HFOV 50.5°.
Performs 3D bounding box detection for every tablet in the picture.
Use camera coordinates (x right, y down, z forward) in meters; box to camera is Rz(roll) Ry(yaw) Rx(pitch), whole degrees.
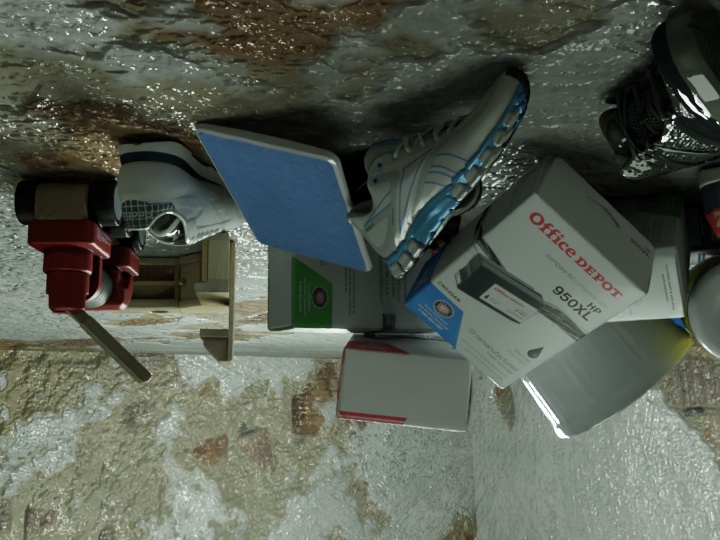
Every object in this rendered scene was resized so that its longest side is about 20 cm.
[{"bbox_3d":[-0.062,-0.061,0.692,0.130,0.014,0.200,15,157,17],"label":"tablet"}]

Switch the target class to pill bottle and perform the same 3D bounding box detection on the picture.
[{"bbox_3d":[0.425,0.039,0.871,0.112,0.113,0.200,-5,-179,18],"label":"pill bottle"}]

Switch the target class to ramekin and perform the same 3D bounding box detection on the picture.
[{"bbox_3d":[0.291,0.105,0.938,0.200,0.098,0.200,-38,173,-5],"label":"ramekin"}]

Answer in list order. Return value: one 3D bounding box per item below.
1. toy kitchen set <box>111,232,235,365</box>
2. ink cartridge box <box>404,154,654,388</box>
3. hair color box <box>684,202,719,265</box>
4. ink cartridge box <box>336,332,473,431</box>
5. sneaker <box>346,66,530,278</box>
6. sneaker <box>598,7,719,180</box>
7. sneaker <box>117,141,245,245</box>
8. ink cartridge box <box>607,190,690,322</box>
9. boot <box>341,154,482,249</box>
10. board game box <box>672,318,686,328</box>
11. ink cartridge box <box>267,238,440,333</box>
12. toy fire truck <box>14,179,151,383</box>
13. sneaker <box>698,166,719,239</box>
[{"bbox_3d":[-0.264,0.049,1.057,0.180,0.163,0.200,0,169,-9],"label":"toy kitchen set"},{"bbox_3d":[0.165,0.006,0.762,0.145,0.084,0.200,41,130,-6],"label":"ink cartridge box"},{"bbox_3d":[0.363,-0.038,0.963,0.200,0.061,0.100,-6,169,23],"label":"hair color box"},{"bbox_3d":[0.055,0.122,0.909,0.146,0.085,0.200,6,-178,4],"label":"ink cartridge box"},{"bbox_3d":[0.050,-0.082,0.586,0.200,0.087,0.075,-53,176,37],"label":"sneaker"},{"bbox_3d":[0.212,-0.109,0.526,0.114,0.076,0.199,-16,168,32],"label":"sneaker"},{"bbox_3d":[-0.168,-0.059,0.731,0.076,0.081,0.200,-7,170,18],"label":"sneaker"},{"bbox_3d":[0.258,-0.011,0.859,0.200,0.088,0.145,-6,-154,27],"label":"ink cartridge box"},{"bbox_3d":[0.053,-0.065,0.744,0.200,0.073,0.151,-5,168,37],"label":"boot"},{"bbox_3d":[0.342,0.043,1.131,0.200,0.056,0.196,0,-156,-5],"label":"board game box"},{"bbox_3d":[0.000,0.000,0.879,0.200,0.146,0.084,4,170,-27],"label":"ink cartridge box"},{"bbox_3d":[-0.273,0.019,0.799,0.129,0.200,0.176,0,169,-5],"label":"toy fire truck"},{"bbox_3d":[0.423,-0.055,0.821,0.200,0.085,0.075,7,166,-40],"label":"sneaker"}]
